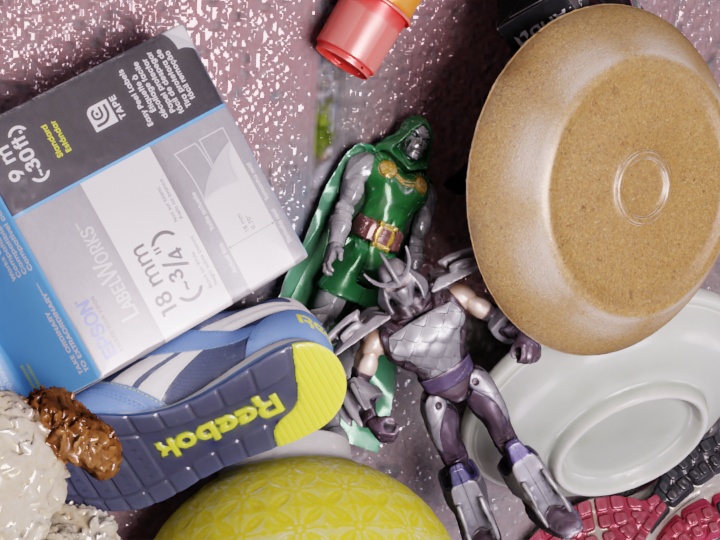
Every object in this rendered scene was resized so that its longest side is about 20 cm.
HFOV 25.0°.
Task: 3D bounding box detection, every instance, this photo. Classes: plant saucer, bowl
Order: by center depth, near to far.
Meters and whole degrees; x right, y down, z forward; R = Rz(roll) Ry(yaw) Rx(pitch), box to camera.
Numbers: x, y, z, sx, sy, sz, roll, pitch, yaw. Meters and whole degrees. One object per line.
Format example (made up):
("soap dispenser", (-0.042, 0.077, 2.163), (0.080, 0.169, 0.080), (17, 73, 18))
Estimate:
("plant saucer", (0.149, -0.049, 0.916), (0.199, 0.035, 0.202), (-5, 100, -32))
("bowl", (-0.038, 0.155, 0.936), (0.199, 0.200, 0.109), (7, 63, -31))
("plant saucer", (0.163, 0.093, 1.030), (0.198, 0.050, 0.201), (-13, 141, -11))

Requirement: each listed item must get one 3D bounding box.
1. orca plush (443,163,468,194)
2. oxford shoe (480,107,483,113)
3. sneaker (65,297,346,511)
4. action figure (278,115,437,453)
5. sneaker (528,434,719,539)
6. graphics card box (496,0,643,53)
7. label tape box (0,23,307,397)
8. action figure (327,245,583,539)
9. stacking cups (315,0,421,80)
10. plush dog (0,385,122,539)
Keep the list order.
("orca plush", (0.135, 0.011, 1.017), (0.104, 0.071, 0.201), (-23, 123, 17))
("oxford shoe", (0.143, -0.065, 1.044), (0.058, 0.076, 0.200), (-32, 133, 24))
("sneaker", (-0.105, 0.073, 0.913), (0.198, 0.083, 0.074), (-18, 125, 3))
("action figure", (0.000, 0.000, 0.978), (0.117, 0.055, 0.202), (22, 86, -29))
("sneaker", (0.196, 0.188, 1.122), (0.199, 0.075, 0.081), (-24, 71, -12))
("graphics card box", (0.156, -0.121, 0.999), (0.051, 0.126, 0.200), (-27, 122, 27))
("label tape box", (-0.148, -0.018, 0.856), (0.199, 0.063, 0.145), (-31, 95, -22))
("action figure", (0.057, 0.072, 0.947), (0.129, 0.069, 0.201), (-26, 110, 5))
("stacking cups", (0.041, -0.205, 0.954), (0.060, 0.060, 0.201), (30, 89, -31))
("plush dog", (-0.204, 0.136, 0.806), (0.198, 0.161, 0.173), (-3, 112, -18))
